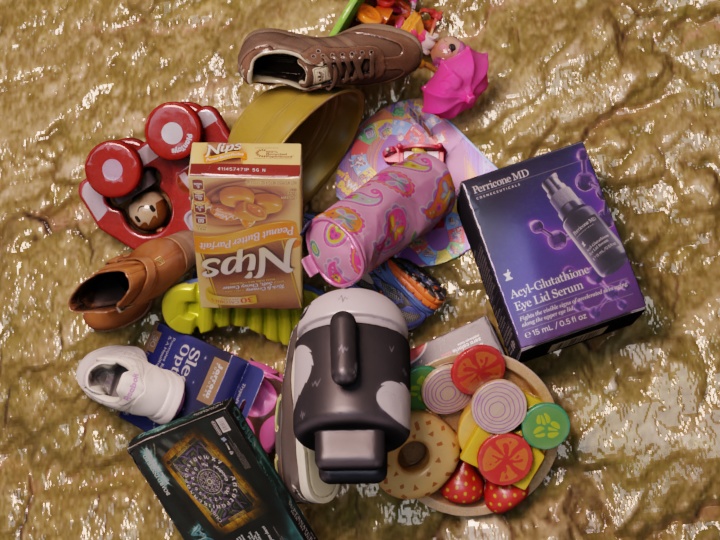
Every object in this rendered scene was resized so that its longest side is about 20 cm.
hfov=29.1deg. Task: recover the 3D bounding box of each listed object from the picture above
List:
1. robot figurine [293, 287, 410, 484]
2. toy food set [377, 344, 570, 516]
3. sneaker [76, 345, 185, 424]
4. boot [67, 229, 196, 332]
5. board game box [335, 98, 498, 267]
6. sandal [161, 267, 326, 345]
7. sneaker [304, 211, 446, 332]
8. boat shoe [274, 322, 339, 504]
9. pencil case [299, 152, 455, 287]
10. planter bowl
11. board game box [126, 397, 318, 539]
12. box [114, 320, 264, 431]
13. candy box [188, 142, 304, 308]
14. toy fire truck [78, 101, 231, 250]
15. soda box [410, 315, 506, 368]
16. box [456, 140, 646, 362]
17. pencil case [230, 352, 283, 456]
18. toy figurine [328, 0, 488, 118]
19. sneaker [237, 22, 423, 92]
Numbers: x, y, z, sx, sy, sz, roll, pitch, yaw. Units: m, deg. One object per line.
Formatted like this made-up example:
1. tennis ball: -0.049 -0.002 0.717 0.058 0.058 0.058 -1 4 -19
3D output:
1. robot figurine: -0.011 0.117 1.436 0.150 0.124 0.202 -32 49 48
2. toy food set: 0.120 0.177 1.501 0.199 0.049 0.199 26 104 -9
3. sneaker: -0.278 0.115 1.562 0.199 0.099 0.075 8 77 52
4. boot: -0.279 0.030 1.569 0.199 0.155 0.077 -27 95 30
5. board game box: 0.063 -0.105 1.604 0.158 0.039 0.200 -44 75 1
6. sandal: -0.125 0.031 1.601 0.198 0.087 0.080 9 116 -4
7. sneaker: 0.000 0.000 1.584 0.200 0.075 0.079 38 105 19
8. boat shoe: -0.064 0.152 1.514 0.060 0.071 0.203 -12 73 44
9. pencil case: 0.021 -0.056 1.496 0.087 0.088 0.200 39 45 14
10. planter bowl: -0.090 -0.145 1.559 0.083 0.200 0.201 40 89 14
11. board game box: -0.146 0.244 1.490 0.134 0.028 0.201 -22 106 23
12. box: -0.195 0.137 1.564 0.199 0.032 0.122 17 82 48
13. candy box: -0.118 -0.044 1.472 0.114 0.201 0.056 1 46 -1
14. toy fire truck: -0.221 -0.098 1.634 0.199 0.112 0.169 -32 95 5
15. soda box: 0.067 0.124 1.553 0.199 0.063 0.071 -26 76 5
16. box: 0.204 -0.018 1.519 0.147 0.104 0.201 -20 78 -3
17. pencil case: -0.150 0.198 1.572 0.093 0.091 0.201 29 86 -16
18. toy figurine: 0.065 -0.256 1.596 0.183 0.200 0.150 32 125 -5
19. sneaker: -0.033 -0.216 1.484 0.198 0.071 0.076 0 38 5
